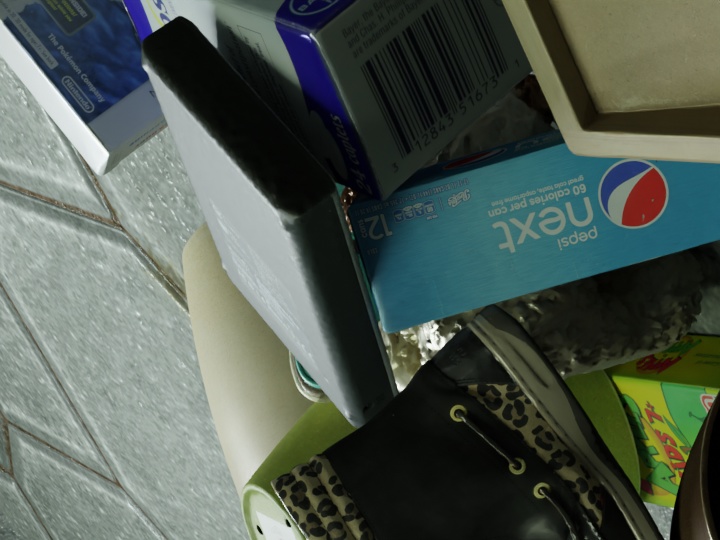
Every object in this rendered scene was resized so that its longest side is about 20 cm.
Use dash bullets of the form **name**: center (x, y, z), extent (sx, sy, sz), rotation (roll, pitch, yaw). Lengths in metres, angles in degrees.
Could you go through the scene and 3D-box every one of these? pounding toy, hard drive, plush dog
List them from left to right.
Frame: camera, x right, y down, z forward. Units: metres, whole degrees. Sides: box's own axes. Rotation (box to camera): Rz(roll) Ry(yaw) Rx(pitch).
- **hard drive**: center (-0.043, -0.020, 1.130), extent (0.140, 0.033, 0.201), rotation (49, 167, 32)
- **plush dog**: center (0.068, -0.018, 1.218), extent (0.160, 0.199, 0.173), rotation (8, -117, -71)
- **pounding toy**: center (0.136, -0.163, 0.960), extent (0.199, 0.142, 0.185), rotation (7, 132, 47)

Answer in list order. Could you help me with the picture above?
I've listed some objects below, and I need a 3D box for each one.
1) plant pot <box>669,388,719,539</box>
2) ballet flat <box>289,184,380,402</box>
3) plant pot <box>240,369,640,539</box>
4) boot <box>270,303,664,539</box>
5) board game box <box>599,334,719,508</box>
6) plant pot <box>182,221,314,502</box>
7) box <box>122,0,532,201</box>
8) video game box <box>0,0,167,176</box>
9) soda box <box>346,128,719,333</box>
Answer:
- **plant pot**: center (0.231, 0.141, 1.131), extent (0.187, 0.187, 0.200), rotation (48, 158, 10)
- **ballet flat**: center (0.000, 0.000, 1.361), extent (0.067, 0.202, 0.063), rotation (0, 149, 15)
- **plant pot**: center (0.035, 0.124, 1.356), extent (0.187, 0.199, 0.188), rotation (45, 151, 33)
- **boot**: center (0.063, 0.137, 1.102), extent (0.201, 0.150, 0.073), rotation (58, 175, -9)
- **board game box**: center (0.194, 0.091, 1.322), extent (0.102, 0.048, 0.200), rotation (58, 158, -16)
- **plant pot**: center (-0.044, 0.051, 1.604), extent (0.201, 0.186, 0.188), rotation (59, 162, 21)
- **box**: center (0.001, -0.152, 1.145), extent (0.199, 0.184, 0.105), rotation (24, 148, 50)
- **video game box**: center (-0.153, -0.190, 1.405), extent (0.200, 0.182, 0.047), rotation (50, 155, 4)
- **soda box**: center (0.098, -0.032, 1.100), extent (0.064, 0.198, 0.068), rotation (-59, -48, -77)
